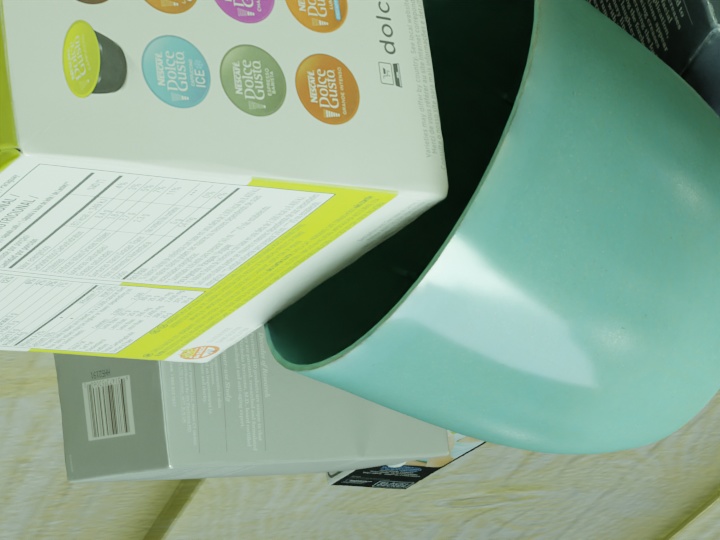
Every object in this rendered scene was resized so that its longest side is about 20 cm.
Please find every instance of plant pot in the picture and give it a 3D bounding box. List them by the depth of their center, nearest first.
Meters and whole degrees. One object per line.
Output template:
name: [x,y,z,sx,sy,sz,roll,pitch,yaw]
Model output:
plant pot: [0.080,-0.014,1.284,0.161,0.201,0.201,28,146,-21]

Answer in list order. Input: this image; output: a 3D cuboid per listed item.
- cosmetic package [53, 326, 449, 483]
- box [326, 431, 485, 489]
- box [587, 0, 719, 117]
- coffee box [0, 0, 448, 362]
cosmetic package: [-0.058,0.073,1.670,0.200,0.090,0.107,-3,174,-41]
box: [0.048,0.049,1.830,0.060,0.117,0.200,6,157,-31]
box: [0.177,-0.114,1.401,0.148,0.107,0.200,-8,156,-22]
coffee box: [-0.109,-0.092,1.235,0.198,0.200,0.200,5,157,-33]
